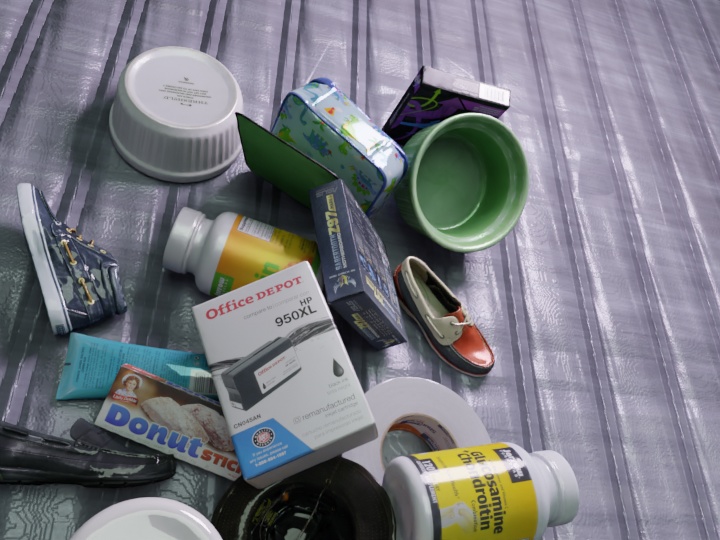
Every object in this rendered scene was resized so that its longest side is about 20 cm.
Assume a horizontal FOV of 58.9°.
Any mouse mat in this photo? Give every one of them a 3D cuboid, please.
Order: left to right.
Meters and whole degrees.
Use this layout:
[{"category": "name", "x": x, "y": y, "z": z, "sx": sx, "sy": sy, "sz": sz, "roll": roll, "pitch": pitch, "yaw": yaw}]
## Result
[{"category": "mouse mat", "x": -0.098, "y": -0.135, "z": 0.874, "sx": 0.160, "sy": 0.200, "sz": 0.008, "roll": 33, "pitch": 76, "yaw": 2}]

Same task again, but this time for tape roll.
[{"category": "tape roll", "x": 0.063, "y": 0.237, "z": 0.782, "sx": 0.199, "sy": 0.066, "sz": 0.202, "roll": 9, "pitch": 57, "yaw": -14}]

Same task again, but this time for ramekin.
[{"category": "ramekin", "x": -0.263, "y": -0.237, "z": 0.932, "sx": 0.201, "sy": 0.094, "sz": 0.204, "roll": 9, "pitch": 57, "yaw": -15}, {"category": "ramekin", "x": 0.145, "y": -0.133, "z": 0.966, "sx": 0.199, "sy": 0.098, "sz": 0.202, "roll": -4, "pitch": 101, "yaw": -21}]

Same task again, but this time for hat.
[{"category": "hat", "x": -0.058, "y": 0.294, "z": 0.687, "sx": 0.199, "sy": 0.081, "sz": 0.202, "roll": -4, "pitch": 50, "yaw": 5}]

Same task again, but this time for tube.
[{"category": "tube", "x": -0.247, "y": 0.121, "z": 0.753, "sx": 0.198, "sy": 0.050, "sz": 0.078, "roll": 7, "pitch": 63, "yaw": -11}]

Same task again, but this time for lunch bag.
[{"category": "lunch bag", "x": -0.040, "y": -0.165, "z": 0.933, "sx": 0.200, "sy": 0.161, "sz": 0.082, "roll": 42, "pitch": 50, "yaw": 5}]

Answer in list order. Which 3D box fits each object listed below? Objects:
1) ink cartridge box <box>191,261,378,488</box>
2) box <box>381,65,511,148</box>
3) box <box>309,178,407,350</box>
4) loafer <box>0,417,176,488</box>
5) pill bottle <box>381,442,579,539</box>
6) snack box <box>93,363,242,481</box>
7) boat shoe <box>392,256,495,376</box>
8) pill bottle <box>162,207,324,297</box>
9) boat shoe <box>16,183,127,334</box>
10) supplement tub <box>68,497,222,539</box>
[{"category": "ink cartridge box", "x": -0.084, "y": 0.112, "z": 0.700, "sx": 0.144, "sy": 0.084, "sz": 0.201, "roll": -22, "pitch": 66, "yaw": -7}, {"category": "box", "x": 0.128, "y": -0.242, "z": 1.015, "sx": 0.142, "sy": 0.200, "sz": 0.036, "roll": 11, "pitch": 74, "yaw": -13}, {"category": "box", "x": 0.000, "y": 0.000, "z": 0.828, "sx": 0.051, "sy": 0.200, "sz": 0.159, "roll": -19, "pitch": 63, "yaw": 12}, {"category": "loafer", "x": -0.296, "y": 0.192, "z": 0.676, "sx": 0.199, "sy": 0.068, "sz": 0.071, "roll": 7, "pitch": 68, "yaw": -12}, {"category": "pill bottle", "x": 0.131, "y": 0.248, "z": 0.692, "sx": 0.198, "sy": 0.112, "sz": 0.113, "roll": -2, "pitch": 61, "yaw": -21}, {"category": "snack box", "x": -0.192, "y": 0.179, "z": 0.727, "sx": 0.199, "sy": 0.024, "sz": 0.072, "roll": 25, "pitch": 86, "yaw": -7}, {"category": "boat shoe", "x": 0.121, "y": 0.065, "z": 0.909, "sx": 0.071, "sy": 0.063, "sz": 0.200, "roll": -34, "pitch": 77, "yaw": -35}, {"category": "pill bottle", "x": -0.146, "y": -0.009, "z": 0.827, "sx": 0.199, "sy": 0.111, "sz": 0.112, "roll": 20, "pitch": 55, "yaw": -8}, {"category": "boat shoe", "x": -0.358, "y": -0.022, "z": 0.788, "sx": 0.090, "sy": 0.071, "sz": 0.201, "roll": -16, "pitch": 73, "yaw": -29}, {"category": "supplement tub", "x": -0.197, "y": 0.295, "z": 0.569, "sx": 0.144, "sy": 0.200, "sz": 0.146, "roll": 9, "pitch": 57, "yaw": -15}]
